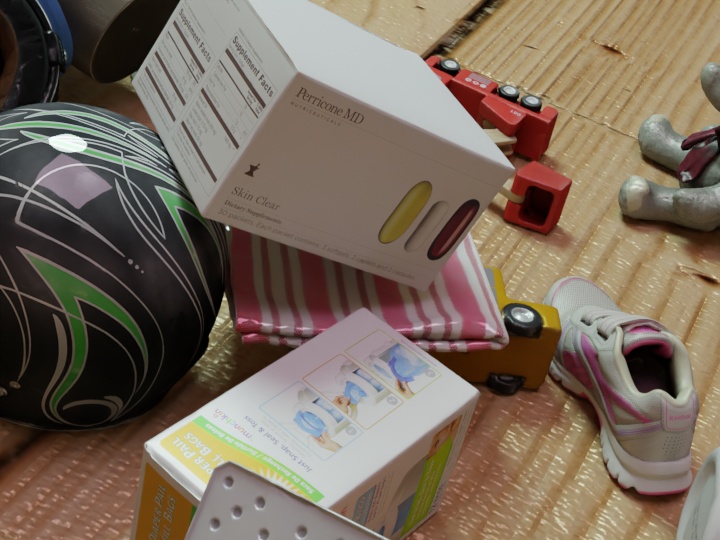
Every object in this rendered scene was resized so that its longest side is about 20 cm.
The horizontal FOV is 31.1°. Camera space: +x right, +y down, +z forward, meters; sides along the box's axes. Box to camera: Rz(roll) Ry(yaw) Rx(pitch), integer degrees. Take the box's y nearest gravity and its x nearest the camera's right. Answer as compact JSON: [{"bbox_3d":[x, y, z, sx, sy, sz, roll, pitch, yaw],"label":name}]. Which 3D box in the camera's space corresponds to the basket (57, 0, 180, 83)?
[{"bbox_3d":[-0.261,-0.272,1.137,0.200,0.181,0.136,45,13,11],"label":"basket"}]

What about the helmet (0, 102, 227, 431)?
[{"bbox_3d":[-0.185,-0.012,0.848,0.197,0.193,0.201,9,37,-7],"label":"helmet"}]

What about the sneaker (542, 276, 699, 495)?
[{"bbox_3d":[0.198,0.065,0.959,0.080,0.089,0.201,-4,41,-22],"label":"sneaker"}]

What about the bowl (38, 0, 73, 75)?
[{"bbox_3d":[-0.329,-0.233,1.089,0.199,0.202,0.039,30,62,20],"label":"bowl"}]

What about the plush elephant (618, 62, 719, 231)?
[{"bbox_3d":[0.349,-0.117,1.180,0.198,0.156,0.165,25,38,15],"label":"plush elephant"}]

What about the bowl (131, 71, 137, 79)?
[{"bbox_3d":[-0.115,-0.222,1.220,0.198,0.095,0.202,9,37,-7],"label":"bowl"}]

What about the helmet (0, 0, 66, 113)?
[{"bbox_3d":[-0.329,-0.138,0.955,0.198,0.203,0.190,-19,5,-35],"label":"helmet"}]

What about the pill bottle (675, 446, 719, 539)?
[{"bbox_3d":[0.304,0.193,0.814,0.197,0.110,0.109,19,37,6],"label":"pill bottle"}]

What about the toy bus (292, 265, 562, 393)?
[{"bbox_3d":[0.046,0.035,0.970,0.197,0.066,0.079,7,36,-8],"label":"toy bus"}]

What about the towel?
[{"bbox_3d":[0.000,0.000,0.920,0.197,0.030,0.147,2,38,-14],"label":"towel"}]

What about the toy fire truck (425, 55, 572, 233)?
[{"bbox_3d":[0.115,-0.122,1.202,0.198,0.049,0.141,27,40,16],"label":"toy fire truck"}]

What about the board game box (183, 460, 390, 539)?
[{"bbox_3d":[-0.023,0.221,0.608,0.198,0.202,0.026,21,-4,27],"label":"board game box"}]

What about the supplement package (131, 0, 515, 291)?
[{"bbox_3d":[-0.025,-0.096,0.865,0.198,0.111,0.156,17,28,-41],"label":"supplement package"}]

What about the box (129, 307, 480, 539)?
[{"bbox_3d":[-0.034,0.127,0.786,0.101,0.114,0.199,35,40,24],"label":"box"}]
